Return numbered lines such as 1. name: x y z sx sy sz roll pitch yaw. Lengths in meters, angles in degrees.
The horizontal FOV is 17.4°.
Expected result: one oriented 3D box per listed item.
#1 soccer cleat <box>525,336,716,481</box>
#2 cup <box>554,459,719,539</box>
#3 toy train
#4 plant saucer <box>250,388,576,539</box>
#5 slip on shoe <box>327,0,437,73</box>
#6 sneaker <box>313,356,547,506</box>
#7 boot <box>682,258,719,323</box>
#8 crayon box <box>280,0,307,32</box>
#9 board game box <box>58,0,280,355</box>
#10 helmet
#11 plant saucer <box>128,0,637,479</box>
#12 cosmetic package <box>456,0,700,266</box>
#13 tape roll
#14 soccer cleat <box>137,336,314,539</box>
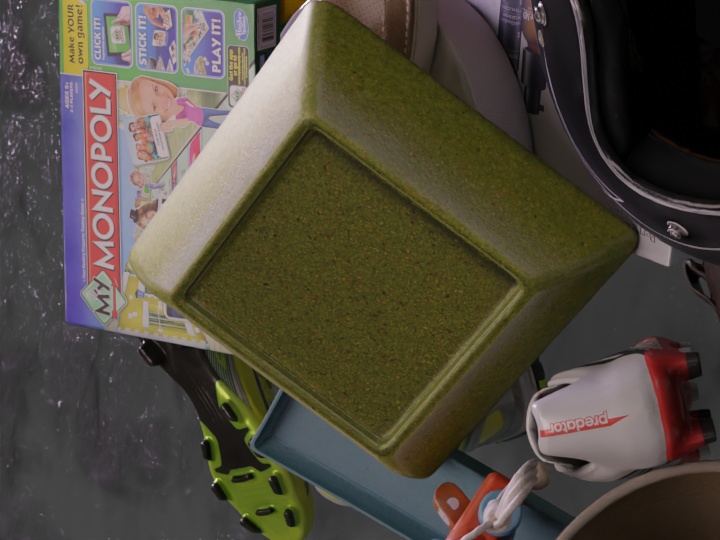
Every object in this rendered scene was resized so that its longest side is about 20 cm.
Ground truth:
1. soccer cleat: 0.121 0.069 1.116 0.200 0.085 0.069 28 -129 -83
2. cup: 0.151 0.197 1.100 0.143 0.200 0.201 129 128 -75
3. toy train: 0.034 0.137 1.143 0.056 0.150 0.200 33 171 9
4. plant saucer: 0.040 0.119 1.265 0.200 0.019 0.070 31 130 2
5. slip on shoe: -0.012 -0.096 1.208 0.076 0.060 0.200 32 119 45
6. sneaker: 0.020 0.085 1.333 0.200 0.076 0.076 -36 67 50
7. boot: 0.239 0.037 1.015 0.200 0.069 0.175 -13 60 22
8. crayon box: -0.031 -0.073 1.393 0.200 0.058 0.173 -22 77 53
9. board game box: -0.107 -0.059 1.318 0.134 0.029 0.201 9 107 29
10. helmet: 0.169 -0.097 0.997 0.200 0.200 0.191 -5 115 54
11. plant saucer: 0.000 0.000 1.169 0.200 0.048 0.200 37 123 -3
12. cosmetic package: 0.113 -0.101 1.196 0.200 0.052 0.151 23 117 50
13. tape roll: 0.012 -0.057 1.261 0.203 0.037 0.203 10 103 50
14. soccer cleat: -0.075 0.077 1.479 0.065 0.084 0.200 -27 94 41
